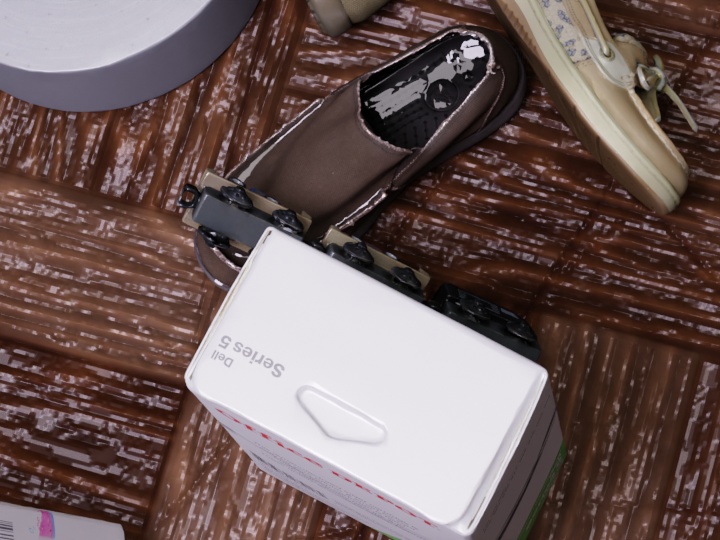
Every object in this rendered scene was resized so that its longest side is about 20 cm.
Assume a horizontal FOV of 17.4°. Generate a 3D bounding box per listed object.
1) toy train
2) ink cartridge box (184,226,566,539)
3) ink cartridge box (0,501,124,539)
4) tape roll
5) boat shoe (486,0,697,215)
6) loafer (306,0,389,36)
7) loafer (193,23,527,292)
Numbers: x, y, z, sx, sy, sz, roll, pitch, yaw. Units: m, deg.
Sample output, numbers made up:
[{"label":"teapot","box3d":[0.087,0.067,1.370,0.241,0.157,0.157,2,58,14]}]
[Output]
[{"label":"toy train","box3d":[0.000,0.000,1.161,0.199,0.046,0.034,25,108,-15]},{"label":"ink cartridge box","box3d":[0.013,0.070,1.093,0.145,0.200,0.084,27,80,12]},{"label":"ink cartridge box","box3d":[-0.195,0.183,1.102,0.124,0.200,0.130,-11,74,22]},{"label":"tape roll","box3d":[-0.147,-0.190,1.250,0.198,0.066,0.202,-2,76,6]},{"label":"boat shoe","box3d":[0.116,-0.120,1.196,0.062,0.073,0.201,-32,73,1]},{"label":"loafer","box3d":[-0.018,-0.224,1.243,0.067,0.076,0.202,-15,83,1]},{"label":"loafer","box3d":[-0.005,-0.066,1.198,0.200,0.071,0.073,-39,74,-4]}]
